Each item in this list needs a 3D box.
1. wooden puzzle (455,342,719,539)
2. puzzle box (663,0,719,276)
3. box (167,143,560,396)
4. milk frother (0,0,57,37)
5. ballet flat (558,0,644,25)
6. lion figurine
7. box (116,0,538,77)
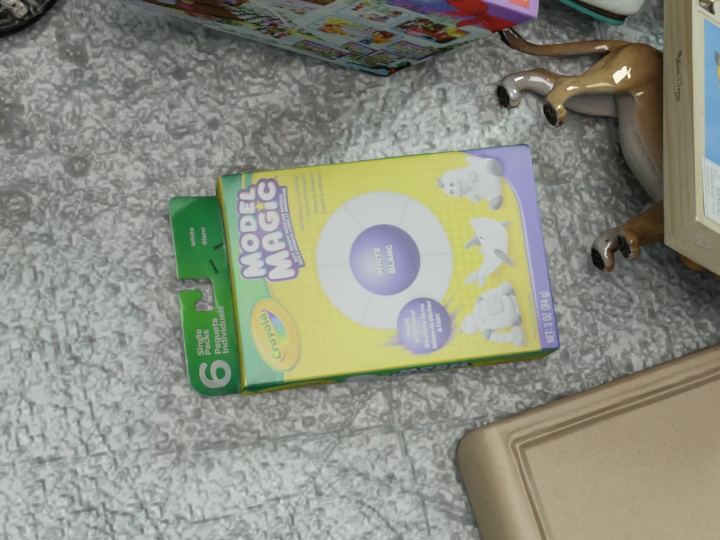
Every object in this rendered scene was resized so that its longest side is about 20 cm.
[{"bbox_3d":[0.170,0.147,0.858,0.199,0.037,0.186,-18,83,-6],"label":"wooden puzzle"},{"bbox_3d":[0.219,-0.067,0.842,0.132,0.025,0.201,27,49,-22],"label":"puzzle box"},{"bbox_3d":[0.000,0.000,0.852,0.198,0.048,0.118,-7,81,-7],"label":"box"},{"bbox_3d":[-0.162,-0.235,0.797,0.179,0.188,0.201,19,73,25],"label":"milk frother"},{"bbox_3d":[0.072,-0.192,0.852,0.199,0.069,0.070,15,78,-18],"label":"ballet flat"},{"bbox_3d":[0.166,-0.070,0.875,0.122,0.072,0.201,-23,80,-17],"label":"lion figurine"},{"bbox_3d":[-0.028,-0.151,0.792,0.199,0.136,0.039,11,77,-33],"label":"box"}]
